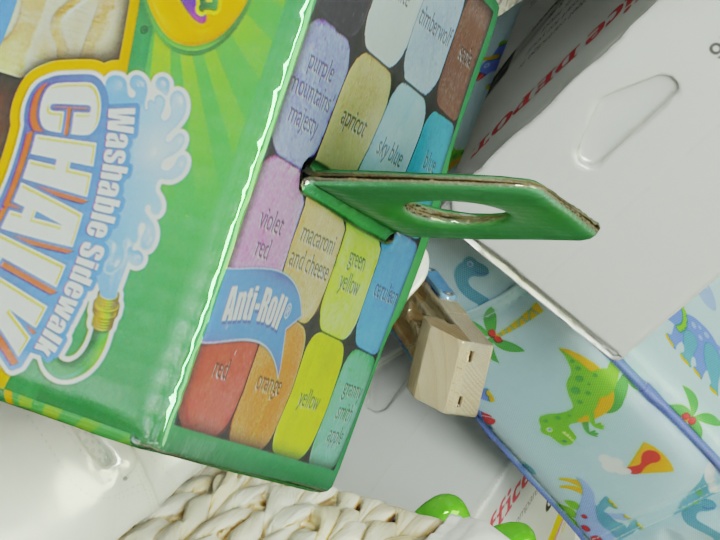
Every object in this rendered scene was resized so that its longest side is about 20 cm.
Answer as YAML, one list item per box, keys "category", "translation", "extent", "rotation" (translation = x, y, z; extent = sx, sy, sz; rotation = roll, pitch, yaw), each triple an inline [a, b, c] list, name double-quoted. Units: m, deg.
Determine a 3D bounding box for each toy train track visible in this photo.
- category: "toy train track"
  translation: [0.000, 0.000, 0.915]
  extent: [0.200, 0.032, 0.115]
  rotation: [-127, -132, -67]

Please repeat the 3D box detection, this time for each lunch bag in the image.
- category: "lunch bag"
  translation: [0.092, 0.005, 1.057]
  extent: [0.200, 0.082, 0.161]
  rotation: [45, 39, -22]

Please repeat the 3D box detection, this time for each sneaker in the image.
- category: "sneaker"
  translation: [-0.051, 0.025, 0.741]
  extent: [0.075, 0.088, 0.200]
  rotation: [61, 34, -1]

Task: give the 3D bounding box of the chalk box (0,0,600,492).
- category: "chalk box"
  translation: [-0.051, -0.028, 0.600]
  extent: [0.124, 0.200, 0.125]
  rotation: [-70, 161, -3]

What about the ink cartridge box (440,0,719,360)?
- category: "ink cartridge box"
  translation: [0.117, -0.085, 0.948]
  extent: [0.145, 0.084, 0.200]
  rotation: [-44, -168, 33]

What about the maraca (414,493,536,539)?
- category: "maraca"
  translation: [0.003, 0.156, 0.932]
  extent: [0.137, 0.107, 0.200]
  rotation: [-18, 133, -24]

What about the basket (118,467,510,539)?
- category: "basket"
  translation: [-0.075, 0.168, 0.782]
  extent: [0.200, 0.160, 0.199]
  rotation: [-39, 143, -59]

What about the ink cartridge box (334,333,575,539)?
- category: "ink cartridge box"
  translation: [0.028, 0.123, 1.151]
  extent: [0.148, 0.085, 0.200]
  rotation: [-53, 155, -43]
